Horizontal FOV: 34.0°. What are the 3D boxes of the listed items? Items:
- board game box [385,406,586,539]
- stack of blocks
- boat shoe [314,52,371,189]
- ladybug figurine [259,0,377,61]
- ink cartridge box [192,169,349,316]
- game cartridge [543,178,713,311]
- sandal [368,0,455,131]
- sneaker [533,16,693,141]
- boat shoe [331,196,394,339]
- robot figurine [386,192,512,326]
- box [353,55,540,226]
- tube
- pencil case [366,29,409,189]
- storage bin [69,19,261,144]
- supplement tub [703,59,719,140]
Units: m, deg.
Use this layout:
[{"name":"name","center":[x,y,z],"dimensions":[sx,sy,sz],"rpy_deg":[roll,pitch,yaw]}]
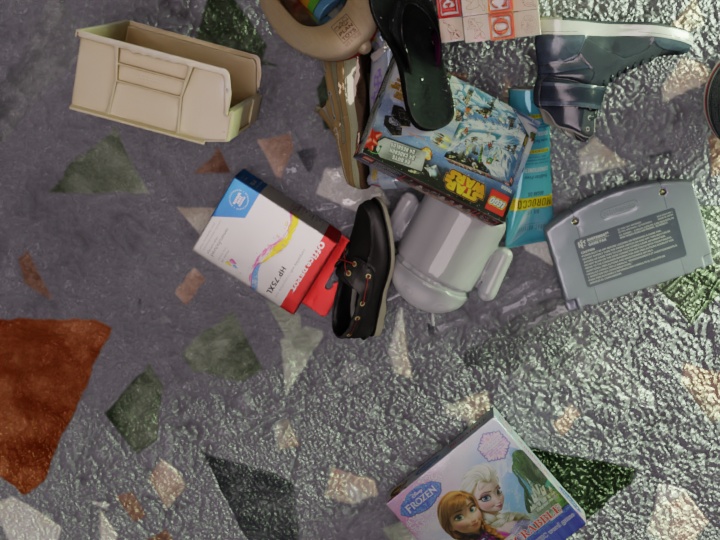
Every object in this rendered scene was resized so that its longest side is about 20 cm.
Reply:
[{"name":"board game box","center":[0.171,0.326,1.614],"dimensions":[0.200,0.041,0.200],"rpy_deg":[-41,96,12]},{"name":"stack of blocks","center":[0.148,-0.304,1.390],"dimensions":[0.113,0.200,0.059],"rpy_deg":[-6,103,6]},{"name":"boat shoe","center":[-0.021,-0.205,1.505],"dimensions":[0.075,0.072,0.203],"rpy_deg":[-1,95,19]},{"name":"ladybug figurine","center":[-0.046,-0.329,1.441],"dimensions":[0.135,0.072,0.201],"rpy_deg":[-38,66,7]},{"name":"ink cartridge box","center":[-0.105,-0.028,1.546],"dimensions":[0.199,0.067,0.117],"rpy_deg":[32,104,-3]},{"name":"game cartridge","center":[0.341,-0.040,1.510],"dimensions":[0.197,0.042,0.135],"rpy_deg":[-18,98,4]},{"name":"sandal","center":[0.068,-0.264,1.362],"dimensions":[0.074,0.048,0.203],"rpy_deg":[-19,91,-18]},{"name":"sneaker","center":[0.306,-0.231,1.440],"dimensions":[0.199,0.077,0.149],"rpy_deg":[0,97,-8]},{"name":"boat shoe","center":[0.001,0.001,1.511],"dimensions":[0.062,0.074,0.204],"rpy_deg":[-7,124,-23]},{"name":"robot figurine","center":[0.111,-0.030,1.501],"dimensions":[0.168,0.113,0.202],"rpy_deg":[32,104,10]},{"name":"box","center":[0.105,-0.157,1.410],"dimensions":[0.198,0.040,0.138],"rpy_deg":[25,78,-15]},{"name":"tube","center":[0.215,-0.132,1.502],"dimensions":[0.076,0.050,0.203],"rpy_deg":[-8,105,-18]},{"name":"pencil case","center":[0.048,-0.201,1.462],"dimensions":[0.082,0.091,0.203],"rpy_deg":[0,91,10]},{"name":"storage bin","center":[-0.230,-0.232,1.442],"dimensions":[0.196,0.200,0.095],"rpy_deg":[15,105,2]},{"name":"supplement tub","center":[0.489,-0.195,1.383],"dimensions":[0.138,0.200,0.143],"rpy_deg":[1,103,5]}]
